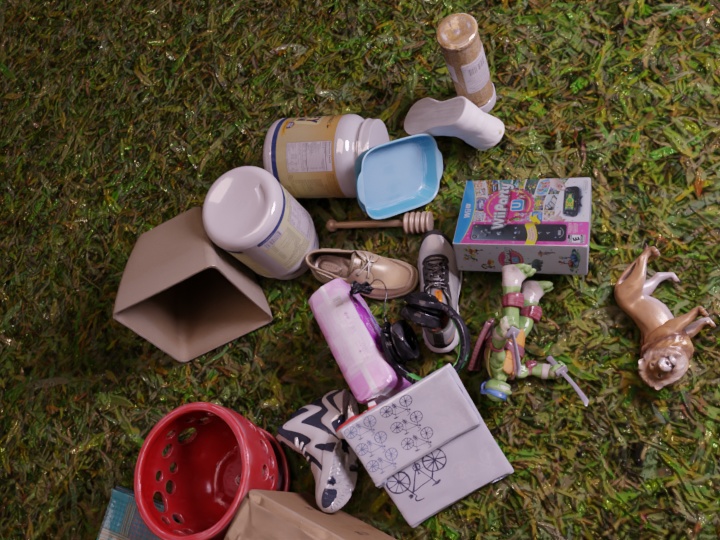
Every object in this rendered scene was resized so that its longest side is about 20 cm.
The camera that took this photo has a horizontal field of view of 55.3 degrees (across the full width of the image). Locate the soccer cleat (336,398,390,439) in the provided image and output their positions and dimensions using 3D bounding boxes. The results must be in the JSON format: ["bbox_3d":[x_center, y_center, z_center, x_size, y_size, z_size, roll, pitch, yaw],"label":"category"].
[{"bbox_3d":[0.063,0.236,1.027,0.197,0.069,0.086,-10,67,-14],"label":"soccer cleat"}]

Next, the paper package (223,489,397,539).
[{"bbox_3d":[-0.063,0.397,0.970,0.189,0.200,0.105,19,79,25],"label":"paper package"}]

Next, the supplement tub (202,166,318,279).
[{"bbox_3d":[-0.163,-0.073,1.178,0.143,0.200,0.147,-7,69,18],"label":"supplement tub"}]

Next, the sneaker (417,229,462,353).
[{"bbox_3d":[0.128,0.026,1.098,0.073,0.079,0.203,-6,69,10],"label":"sneaker"}]

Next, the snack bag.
[{"bbox_3d":[0.097,0.261,0.992,0.187,0.021,0.201,-31,101,6],"label":"snack bag"}]

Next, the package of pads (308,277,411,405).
[{"bbox_3d":[0.000,0.120,1.092,0.075,0.120,0.201,-33,64,7],"label":"package of pads"}]

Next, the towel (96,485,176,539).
[{"bbox_3d":[-0.395,0.486,1.164,0.145,0.022,0.203,9,75,24],"label":"towel"}]

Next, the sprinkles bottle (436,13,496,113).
[{"bbox_3d":[0.180,-0.338,1.145,0.067,0.200,0.069,-7,68,17],"label":"sprinkles bottle"}]

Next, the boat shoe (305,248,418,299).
[{"bbox_3d":[0.000,0.000,1.165,0.197,0.065,0.073,10,75,21],"label":"boat shoe"}]

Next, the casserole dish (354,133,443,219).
[{"bbox_3d":[0.059,-0.160,1.148,0.039,0.198,0.123,18,121,47],"label":"casserole dish"}]

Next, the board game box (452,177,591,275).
[{"bbox_3d":[0.255,-0.071,1.072,0.197,0.065,0.149,1,48,21],"label":"board game box"}]

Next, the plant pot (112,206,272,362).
[{"bbox_3d":[-0.297,0.012,1.211,0.198,0.200,0.179,-25,53,11],"label":"plant pot"}]

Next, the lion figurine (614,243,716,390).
[{"bbox_3d":[0.420,0.064,0.991,0.122,0.072,0.201,-37,48,19],"label":"lion figurine"}]

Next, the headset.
[{"bbox_3d":[0.068,0.083,1.015,0.200,0.094,0.124,43,104,24],"label":"headset"}]

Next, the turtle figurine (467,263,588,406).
[{"bbox_3d":[0.254,0.096,0.996,0.142,0.200,0.196,17,70,-10],"label":"turtle figurine"}]

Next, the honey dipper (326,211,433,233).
[{"bbox_3d":[0.029,-0.080,1.203,0.197,0.038,0.039,-2,70,23],"label":"honey dipper"}]

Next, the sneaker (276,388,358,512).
[{"bbox_3d":[-0.076,0.285,1.068,0.128,0.080,0.201,-19,47,24],"label":"sneaker"}]

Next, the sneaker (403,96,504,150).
[{"bbox_3d":[0.163,-0.246,1.192,0.200,0.115,0.075,25,93,62],"label":"sneaker"}]

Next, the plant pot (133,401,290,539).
[{"bbox_3d":[-0.218,0.318,1.067,0.198,0.182,0.203,-7,70,18],"label":"plant pot"}]

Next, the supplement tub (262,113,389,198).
[{"bbox_3d":[-0.057,-0.201,1.216,0.197,0.144,0.146,1,71,21],"label":"supplement tub"}]
